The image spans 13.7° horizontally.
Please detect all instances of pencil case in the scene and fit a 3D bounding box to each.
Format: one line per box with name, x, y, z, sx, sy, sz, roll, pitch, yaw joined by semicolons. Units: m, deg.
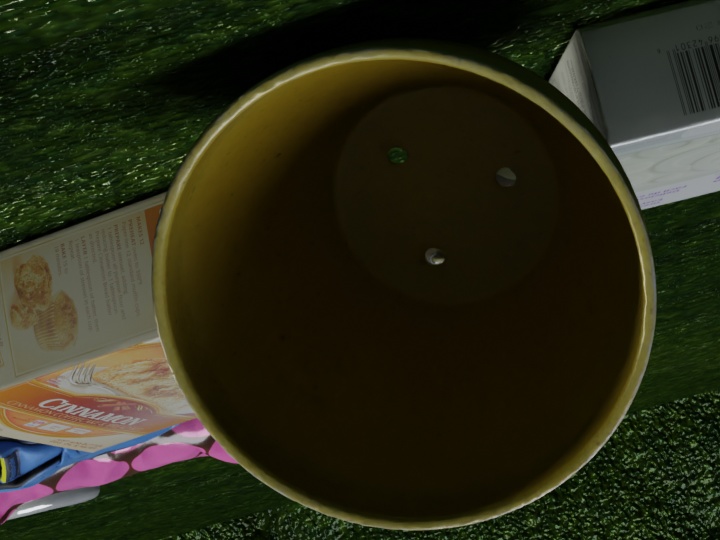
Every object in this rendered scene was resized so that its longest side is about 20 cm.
pencil case;-0.157;0.105;1.897;0.200;0.094;0.091;-13;-145;1

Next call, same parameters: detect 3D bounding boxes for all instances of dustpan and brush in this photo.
dustpan and brush;-0.236;0.149;2.204;0.139;0.057;0.200;-11;178;-29

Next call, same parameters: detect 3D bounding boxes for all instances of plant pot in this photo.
plant pot;0.026;-0.013;1.231;0.200;0.200;0.142;-17;-165;14

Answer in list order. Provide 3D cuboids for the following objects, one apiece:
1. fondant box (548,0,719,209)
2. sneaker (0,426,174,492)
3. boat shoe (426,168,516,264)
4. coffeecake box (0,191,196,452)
fondant box;0.160;-0.078;1.373;0.144;0.058;0.200;-14;172;-6
sneaker;-0.179;0.098;1.800;0.200;0.066;0.078;-15;-154;-1
boat shoe;0.000;0.000;1.559;0.200;0.068;0.075;-18;171;19
coffeecake box;-0.098;0.023;1.474;0.200;0.073;0.153;-19;162;25
